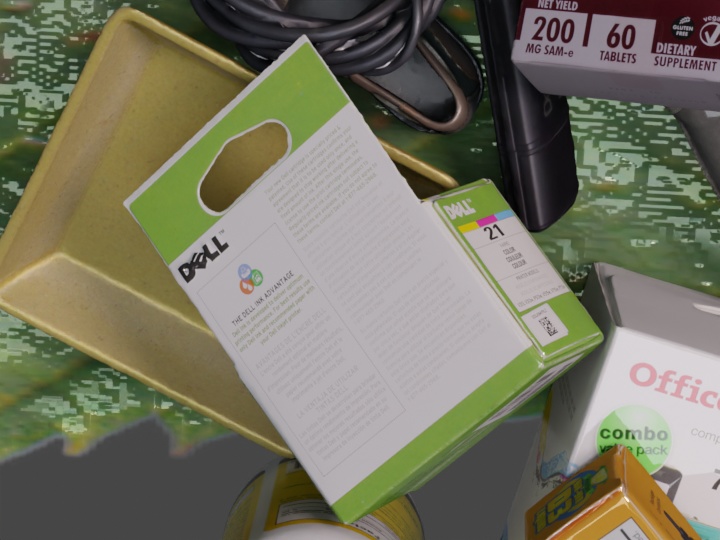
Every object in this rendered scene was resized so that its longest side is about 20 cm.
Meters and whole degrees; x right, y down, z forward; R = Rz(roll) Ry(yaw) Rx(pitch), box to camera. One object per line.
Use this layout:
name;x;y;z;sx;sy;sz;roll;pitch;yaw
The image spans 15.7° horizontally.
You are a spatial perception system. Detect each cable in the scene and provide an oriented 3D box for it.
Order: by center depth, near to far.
cable;-0.021;-0.187;1.318;0.163;0.051;0.200;-28;74;-15

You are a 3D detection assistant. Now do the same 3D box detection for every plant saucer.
plant saucer;-0.071;-0.025;1.368;0.200;0.048;0.200;28;121;-4

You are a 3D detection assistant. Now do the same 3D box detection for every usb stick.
usb stick;0.081;-0.110;1.331;0.033;0.055;0.200;10;129;29

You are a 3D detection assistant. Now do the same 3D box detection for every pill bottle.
pill bottle;-0.023;0.172;1.355;0.112;0.200;0.113;1;104;2

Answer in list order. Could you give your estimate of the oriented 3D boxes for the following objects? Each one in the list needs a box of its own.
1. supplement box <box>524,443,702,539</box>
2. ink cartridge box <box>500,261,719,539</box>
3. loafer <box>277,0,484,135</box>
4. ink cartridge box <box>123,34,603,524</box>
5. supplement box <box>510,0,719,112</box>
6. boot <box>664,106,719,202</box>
supplement box;0.162;0.184;1.271;0.069;0.067;0.200;-34;100;13
ink cartridge box;0.164;0.121;1.364;0.147;0.146;0.200;17;103;-2
loafer;-0.017;-0.142;1.351;0.200;0.063;0.072;37;102;-7
ink cartridge box;0.000;0.000;1.301;0.148;0.076;0.200;-40;79;29
supplement box;0.146;-0.182;1.253;0.109;0.061;0.200;7;80;20
boot;0.231;-0.101;1.328;0.182;0.073;0.200;-43;101;7
